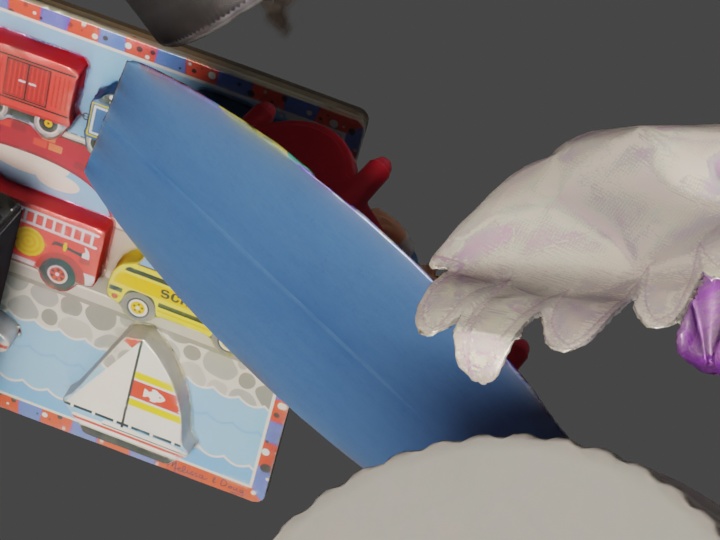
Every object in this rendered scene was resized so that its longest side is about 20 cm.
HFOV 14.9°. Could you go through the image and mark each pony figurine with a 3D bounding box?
[{"bbox_3d":[0.128,-0.014,0.663,0.166,0.193,0.200,-9,121,35],"label":"pony figurine"}]

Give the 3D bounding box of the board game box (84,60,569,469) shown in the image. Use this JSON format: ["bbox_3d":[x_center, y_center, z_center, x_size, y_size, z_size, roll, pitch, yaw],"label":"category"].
[{"bbox_3d":[0.000,0.000,0.746,0.158,0.039,0.200,43,164,0],"label":"board game box"}]

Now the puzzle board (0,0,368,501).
[{"bbox_3d":[-0.108,-0.017,0.844,0.199,0.017,0.151,20,125,6],"label":"puzzle board"}]

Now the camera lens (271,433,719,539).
[{"bbox_3d":[0.059,0.143,0.660,0.159,0.161,0.200,-6,152,22],"label":"camera lens"}]

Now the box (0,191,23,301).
[{"bbox_3d":[-0.225,0.019,0.823,0.200,0.124,0.149,27,130,8],"label":"box"}]

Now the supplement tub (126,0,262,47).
[{"bbox_3d":[-0.083,-0.155,0.694,0.107,0.107,0.200,-27,109,30],"label":"supplement tub"}]
